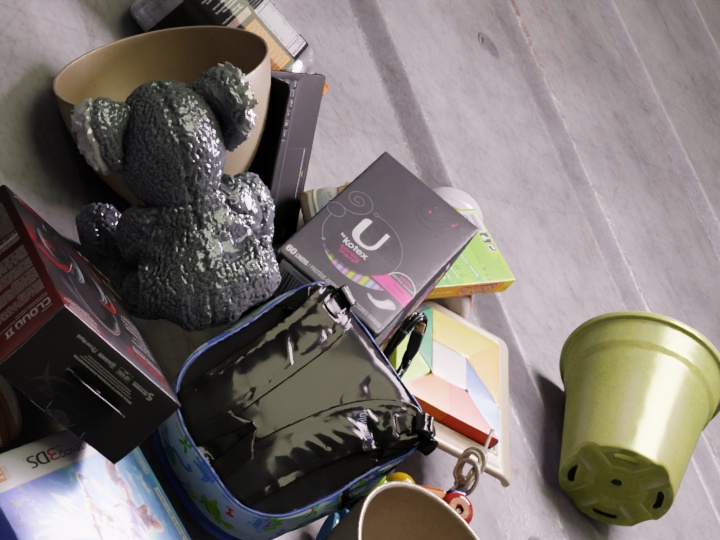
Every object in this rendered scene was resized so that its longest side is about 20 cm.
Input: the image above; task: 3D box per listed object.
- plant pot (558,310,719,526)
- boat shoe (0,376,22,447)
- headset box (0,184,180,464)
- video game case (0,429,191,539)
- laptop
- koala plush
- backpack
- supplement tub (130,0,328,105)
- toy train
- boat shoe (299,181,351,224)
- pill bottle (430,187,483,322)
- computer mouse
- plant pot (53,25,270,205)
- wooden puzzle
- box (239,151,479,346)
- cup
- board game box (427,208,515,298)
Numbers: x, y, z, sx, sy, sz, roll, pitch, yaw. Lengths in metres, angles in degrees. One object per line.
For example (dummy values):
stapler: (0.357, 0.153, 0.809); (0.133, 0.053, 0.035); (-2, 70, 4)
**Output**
plant pot: (0.306, 0.181, 2.141); (0.200, 0.200, 0.185); (43, 41, -20)
boat shoe: (-0.330, 0.059, 1.407); (0.072, 0.076, 0.200); (-45, 110, -28)
headset box: (-0.230, 0.047, 1.456); (0.149, 0.075, 0.200); (47, 4, -40)
video game case: (-0.202, 0.219, 1.444); (0.200, 0.045, 0.181); (59, 29, 7)
laptop: (-0.069, -0.100, 1.836); (0.103, 0.178, 0.200); (17, 11, 30)
koala plush: (-0.151, -0.071, 1.586); (0.184, 0.177, 0.201); (-122, -157, -60)
backpack: (-0.074, 0.133, 1.605); (0.200, 0.147, 0.183); (-28, 81, -34)
supplement tub: (-0.132, -0.234, 1.957); (0.200, 0.122, 0.123); (50, 29, -11)
toy train: (0.040, 0.204, 1.735); (0.115, 0.085, 0.201); (32, 63, -14)
boat shoe: (-0.001, -0.053, 1.983); (0.200, 0.066, 0.074); (5, 71, -72)
pill bottle: (0.079, -0.010, 2.052); (0.112, 0.112, 0.200); (46, 30, -15)
computer mouse: (0.030, 0.134, 1.759); (0.034, 0.201, 0.058); (28, 20, 36)
plant pot: (-0.173, -0.128, 1.746); (0.200, 0.199, 0.135); (-65, 150, -58)
wooden puzzle: (0.083, 0.100, 1.880); (0.200, 0.037, 0.186); (33, 38, -26)
box: (0.000, 0.000, 1.761); (0.122, 0.106, 0.200); (40, 44, 5)
cup: (0.017, 0.299, 1.589); (0.200, 0.143, 0.201); (38, 32, -29)
board game box: (0.062, -0.016, 1.917); (0.199, 0.030, 0.096); (-2, 55, -43)
